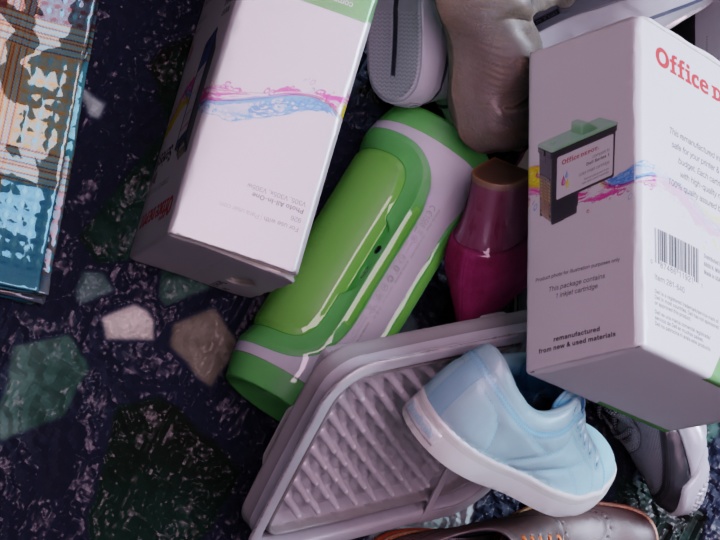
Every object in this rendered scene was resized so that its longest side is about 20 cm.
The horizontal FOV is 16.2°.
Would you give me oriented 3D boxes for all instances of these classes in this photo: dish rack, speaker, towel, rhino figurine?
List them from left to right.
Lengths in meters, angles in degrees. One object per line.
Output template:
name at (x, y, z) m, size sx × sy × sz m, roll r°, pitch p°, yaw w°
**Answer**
towel at (-0.240, -0.092, 1.506) m, size 0.146 × 0.022 × 0.202 m, roll 12°, pitch 82°, yaw -17°
speaker at (0.000, 0.000, 1.542) m, size 0.088 × 0.088 × 0.201 m, roll 35°, pitch 76°, yaw -12°
dish rack at (0.023, 0.089, 1.498) m, size 0.199 × 0.172 × 0.044 m, roll -10°, pitch 51°, yaw -39°
rhino figurine at (0.081, -0.160, 1.486) m, size 0.087 × 0.060 × 0.201 m, roll -23°, pitch 118°, yaw -25°

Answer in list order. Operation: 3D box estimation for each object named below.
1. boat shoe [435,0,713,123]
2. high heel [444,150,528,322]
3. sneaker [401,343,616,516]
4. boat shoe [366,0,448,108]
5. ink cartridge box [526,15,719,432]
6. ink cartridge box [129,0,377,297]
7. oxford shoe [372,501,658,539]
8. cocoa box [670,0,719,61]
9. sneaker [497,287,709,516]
boat shoe at (0.142, -0.137, 1.585) m, size 0.199 × 0.074 × 0.066 m, roll -23°, pitch 110°, yaw 16°
high heel at (0.117, -0.032, 1.569) m, size 0.199 × 0.067 × 0.097 m, roll -17°, pitch 125°, yaw -48°
sneaker at (0.110, 0.089, 1.473) m, size 0.082 × 0.200 × 0.074 m, roll -43°, pitch 61°, yaw 18°
boat shoe at (0.042, -0.201, 1.531) m, size 0.067 × 0.073 × 0.202 m, roll -7°, pitch 109°, yaw -47°
ink cartridge box at (0.169, -0.025, 1.458) m, size 0.144 × 0.084 × 0.201 m, roll 24°, pitch 61°, yaw -45°
ink cartridge box at (-0.061, -0.094, 1.497) m, size 0.087 × 0.145 × 0.201 m, roll 16°, pitch 82°, yaw -12°
oxford shoe at (0.102, 0.183, 1.566) m, size 0.199 × 0.072 × 0.072 m, roll -9°, pitch 88°, yaw -19°
cocoa box at (0.275, -0.181, 1.612) m, size 0.130 × 0.133 × 0.202 m, roll 4°, pitch 84°, yaw -28°
sneaker at (0.141, 0.069, 1.590) m, size 0.113 × 0.075 × 0.201 m, roll -17°, pitch 85°, yaw -18°
